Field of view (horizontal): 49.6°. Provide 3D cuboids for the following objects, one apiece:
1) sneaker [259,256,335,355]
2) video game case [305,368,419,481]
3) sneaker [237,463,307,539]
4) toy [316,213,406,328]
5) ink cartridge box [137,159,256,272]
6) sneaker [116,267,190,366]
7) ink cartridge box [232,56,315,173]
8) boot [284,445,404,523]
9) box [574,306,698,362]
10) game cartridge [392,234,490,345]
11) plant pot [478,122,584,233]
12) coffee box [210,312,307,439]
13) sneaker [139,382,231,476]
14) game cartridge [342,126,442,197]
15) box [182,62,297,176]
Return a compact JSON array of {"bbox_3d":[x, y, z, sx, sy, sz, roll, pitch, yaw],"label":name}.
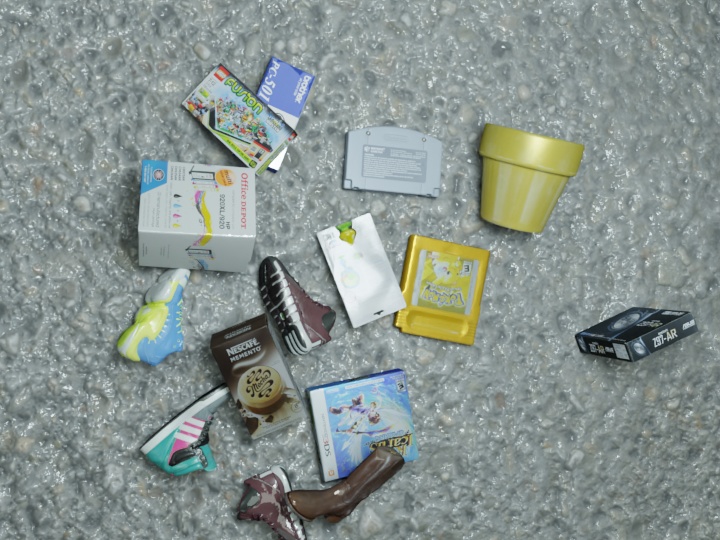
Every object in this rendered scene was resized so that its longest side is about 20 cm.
[{"bbox_3d":[-0.116,0.061,1.508,0.115,0.076,0.200,-12,75,-42],"label":"sneaker"},{"bbox_3d":[0.005,0.304,1.545,0.199,0.045,0.182,-10,93,-14],"label":"video game case"},{"bbox_3d":[-0.172,0.480,1.492,0.115,0.076,0.200,-17,83,-8],"label":"sneaker"},{"bbox_3d":[0.000,0.000,1.546,0.115,0.047,0.200,-21,91,-10],"label":"toy"},{"bbox_3d":[-0.294,-0.096,1.404,0.199,0.145,0.148,3,65,-14],"label":"ink cartridge box"},{"bbox_3d":[-0.360,0.089,1.454,0.105,0.076,0.200,40,80,-29],"label":"sneaker"},{"bbox_3d":[-0.168,-0.299,1.508,0.094,0.044,0.200,23,85,-13],"label":"ink cartridge box"},{"bbox_3d":[-0.023,0.390,1.462,0.200,0.064,0.186,-42,144,13],"label":"boot"},{"bbox_3d":[0.561,0.129,1.602,0.160,0.200,0.044,-23,96,-12],"label":"box"},{"bbox_3d":[0.166,0.040,1.593,0.176,0.032,0.201,11,86,-13],"label":"game cartridge"},{"bbox_3d":[0.326,-0.182,1.562,0.200,0.201,0.189,9,104,-13],"label":"plant pot"},{"bbox_3d":[-0.189,0.196,1.452,0.113,0.080,0.200,-23,107,-2],"label":"coffee box"},{"bbox_3d":[-0.295,0.310,1.449,0.200,0.084,0.121,-39,93,-3],"label":"sneaker"},{"bbox_3d":[0.066,-0.221,1.570,0.199,0.040,0.134,5,92,-14],"label":"game cartridge"},{"bbox_3d":[-0.226,-0.282,1.457,0.200,0.035,0.110,43,90,11],"label":"box"}]
